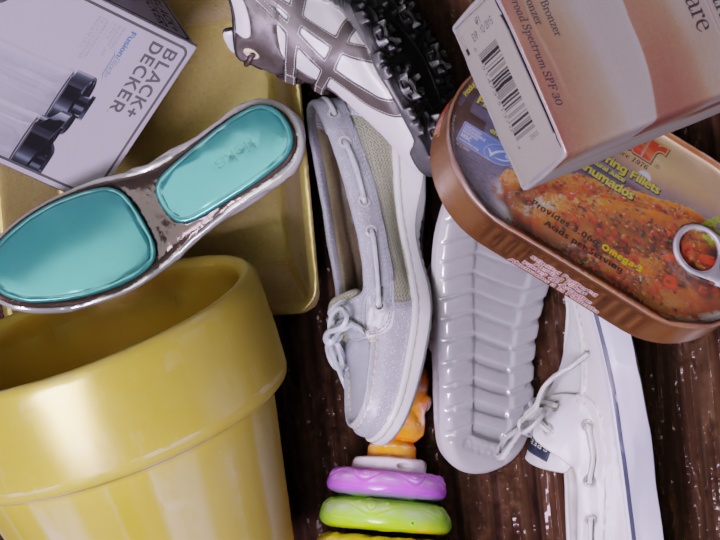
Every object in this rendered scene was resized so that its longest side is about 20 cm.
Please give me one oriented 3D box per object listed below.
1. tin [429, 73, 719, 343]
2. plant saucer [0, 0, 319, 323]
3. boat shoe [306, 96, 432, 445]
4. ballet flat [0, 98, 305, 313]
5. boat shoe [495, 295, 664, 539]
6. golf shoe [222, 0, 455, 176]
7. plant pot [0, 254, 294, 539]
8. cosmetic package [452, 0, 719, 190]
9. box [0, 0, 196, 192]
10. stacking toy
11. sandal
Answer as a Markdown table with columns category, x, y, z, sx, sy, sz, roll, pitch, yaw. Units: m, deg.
| category | x | y | z | sx | sy | sz | roll | pitch | yaw |
| --- | --- | --- | --- | --- | --- | --- | --- | --- | --- |
| tin | 0.130 | -0.038 | 1.460 | 0.200 | 0.042 | 0.112 | 32 | 63 | -7 |
| plant saucer | -0.120 | -0.071 | 1.575 | 0.200 | 0.048 | 0.200 | -4 | 95 | 17 |
| boat shoe | 0.000 | -0.001 | 1.502 | 0.065 | 0.074 | 0.202 | 5 | 75 | -16 |
| ballet flat | -0.116 | -0.031 | 1.506 | 0.200 | 0.069 | 0.069 | -29 | 86 | 3 |
| boat shoe | 0.118 | 0.093 | 1.501 | 0.086 | 0.075 | 0.202 | -8 | 99 | 0 |
| golf shoe | -0.020 | -0.130 | 1.485 | 0.094 | 0.078 | 0.200 | -30 | 97 | 26 |
| plant pot | -0.124 | 0.114 | 1.482 | 0.201 | 0.201 | 0.189 | -14 | 105 | 18 |
| cosmetic package | 0.164 | -0.130 | 1.413 | 0.200 | 0.087 | 0.103 | -23 | 86 | -16 |
| box | -0.205 | -0.130 | 1.473 | 0.117 | 0.200 | 0.060 | -54 | 37 | 13 |
| stacking toy | 0.015 | 0.146 | 1.536 | 0.110 | 0.116 | 0.200 | 3 | 85 | 14 |
| sandal | 0.065 | 0.015 | 1.523 | 0.050 | 0.082 | 0.203 | 22 | 107 | 58 |
